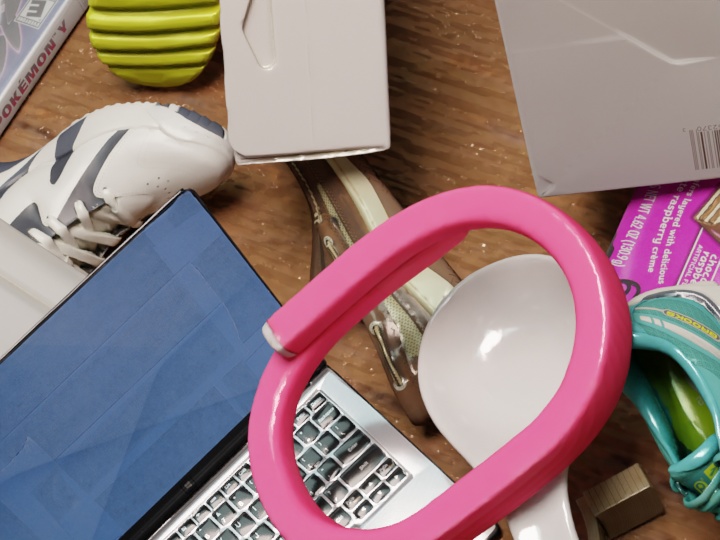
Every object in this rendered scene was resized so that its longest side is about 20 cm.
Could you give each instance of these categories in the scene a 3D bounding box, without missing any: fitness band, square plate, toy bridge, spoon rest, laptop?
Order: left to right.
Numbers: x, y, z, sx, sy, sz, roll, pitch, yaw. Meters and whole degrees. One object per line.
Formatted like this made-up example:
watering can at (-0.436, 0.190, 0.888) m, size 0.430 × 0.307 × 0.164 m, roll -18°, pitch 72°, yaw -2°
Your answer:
square plate at (-0.195, 0.082, 1.335) m, size 0.198 × 0.028 × 0.200 m, roll 33°, pitch 88°, yaw -1°
laptop at (-0.072, 0.106, 1.286) m, size 0.187 × 0.116 × 0.200 m, roll -44°, pitch 67°, yaw -10°
fitness band at (0.031, 0.050, 1.233) m, size 0.200 × 0.037 × 0.144 m, roll -40°, pitch 61°, yaw 15°
spoon rest at (0.083, 0.080, 1.257) m, size 0.099 × 0.061 × 0.201 m, roll -24°, pitch 59°, yaw 16°
toy bridge at (0.141, 0.184, 1.233) m, size 0.067 × 0.027 × 0.200 m, roll -28°, pitch 53°, yaw 4°

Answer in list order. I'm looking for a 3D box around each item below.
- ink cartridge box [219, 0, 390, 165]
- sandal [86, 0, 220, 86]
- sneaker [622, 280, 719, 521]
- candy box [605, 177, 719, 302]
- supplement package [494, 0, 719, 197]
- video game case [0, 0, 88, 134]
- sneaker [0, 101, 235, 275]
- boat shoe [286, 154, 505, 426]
ink cartridge box at (-0.032, -0.159, 1.398) m, size 0.082 × 0.147 × 0.200 m, roll -4°, pitch 25°, yaw -2°
sandal at (-0.109, -0.191, 1.481) m, size 0.079 × 0.201 × 0.087 m, roll 7°, pitch 40°, yaw 2°
sneaker at (0.175, 0.097, 1.218) m, size 0.079 × 0.078 × 0.200 m, roll -18°, pitch 64°, yaw -45°
candy box at (0.223, 0.002, 1.303) m, size 0.199 × 0.061 × 0.137 m, roll 14°, pitch 63°, yaw 27°
supplement package at (0.170, -0.136, 1.285) m, size 0.199 × 0.156 × 0.111 m, roll -5°, pitch 45°, yaw 11°
video game case at (-0.282, -0.123, 1.599) m, size 0.199 × 0.023 × 0.183 m, roll 19°, pitch 66°, yaw 29°
sneaker at (-0.159, -0.008, 1.441) m, size 0.198 × 0.080 × 0.130 m, roll -9°, pitch 56°, yaw 15°
boat shoe at (-0.002, -0.003, 1.384) m, size 0.075 × 0.075 × 0.202 m, roll -38°, pitch 53°, yaw 1°
